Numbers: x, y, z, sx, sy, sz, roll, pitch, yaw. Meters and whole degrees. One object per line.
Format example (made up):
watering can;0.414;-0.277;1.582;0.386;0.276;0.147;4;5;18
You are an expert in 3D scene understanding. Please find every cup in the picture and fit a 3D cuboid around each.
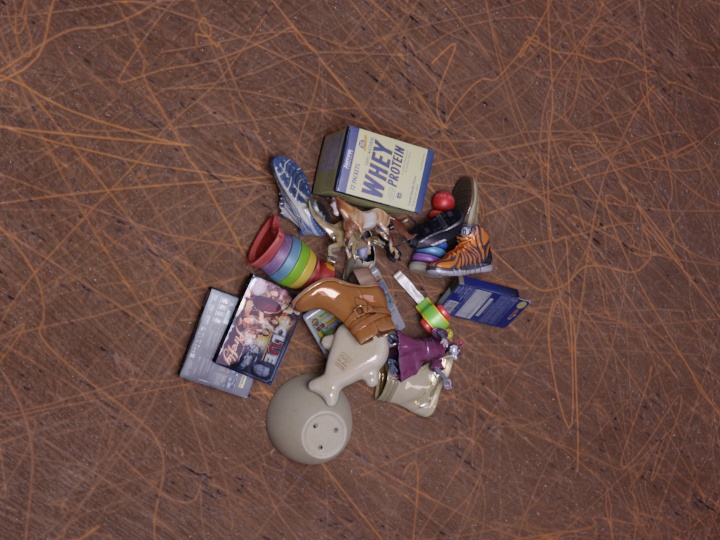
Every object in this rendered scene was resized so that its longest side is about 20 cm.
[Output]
cup;-0.098;0.341;1.530;0.197;0.143;0.203;-1;93;-19

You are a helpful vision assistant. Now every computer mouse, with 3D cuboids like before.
computer mouse;0.139;-0.086;1.584;0.198;0.141;0.046;-29;123;-1

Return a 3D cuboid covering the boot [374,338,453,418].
boot;0.127;0.232;1.639;0.154;0.073;0.202;21;89;-17

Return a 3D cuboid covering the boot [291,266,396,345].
boot;-0.032;0.089;1.457;0.198;0.074;0.156;-20;70;-13

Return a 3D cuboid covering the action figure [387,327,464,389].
action figure;0.145;0.185;1.586;0.198;0.149;0.136;-6;116;-28

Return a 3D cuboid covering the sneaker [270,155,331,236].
sneaker;-0.148;-0.151;1.503;0.201;0.084;0.077;59;37;-23

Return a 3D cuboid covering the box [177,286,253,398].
box;-0.286;0.156;1.501;0.156;0.051;0.203;21;86;-19

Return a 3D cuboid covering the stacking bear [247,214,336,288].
stacking bear;-0.135;-0.011;1.515;0.199;0.122;0.114;33;104;-27

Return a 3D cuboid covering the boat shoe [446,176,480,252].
boat shoe;0.255;-0.120;1.668;0.075;0.071;0.203;7;95;-39

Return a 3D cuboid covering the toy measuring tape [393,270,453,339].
toy measuring tape;0.150;0.084;1.621;0.073;0.074;0.200;-42;96;-12

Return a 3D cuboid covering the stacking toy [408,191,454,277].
stacking toy;0.174;-0.090;1.633;0.084;0.085;0.203;16;82;-19

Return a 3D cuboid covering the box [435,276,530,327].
box;0.293;0.077;1.665;0.198;0.122;0.033;15;47;-18

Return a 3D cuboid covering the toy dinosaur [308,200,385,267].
toy dinosaur;-0.046;-0.068;1.507;0.198;0.058;0.102;24;71;-21

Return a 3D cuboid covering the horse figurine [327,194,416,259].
horse figurine;0.023;-0.091;1.487;0.198;0.050;0.134;-2;65;-34

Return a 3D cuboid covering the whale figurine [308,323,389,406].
whale figurine;-0.023;0.202;1.513;0.158;0.104;0.201;35;80;18

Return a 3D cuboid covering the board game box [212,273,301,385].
board game box;-0.213;0.126;1.481;0.134;0.035;0.202;25;83;-21

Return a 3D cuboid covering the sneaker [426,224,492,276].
sneaker;0.221;-0.047;1.575;0.198;0.077;0.114;-8;95;-42

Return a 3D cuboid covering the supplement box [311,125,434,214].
supplement box;0.022;-0.210;1.503;0.197;0.199;0.136;13;90;-19

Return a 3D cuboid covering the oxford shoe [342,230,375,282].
oxford shoe;0.000;0.000;1.576;0.070;0.074;0.203;-6;96;-19

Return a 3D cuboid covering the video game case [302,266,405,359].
video game case;-0.011;0.115;1.571;0.199;0.022;0.183;-34;124;-10
